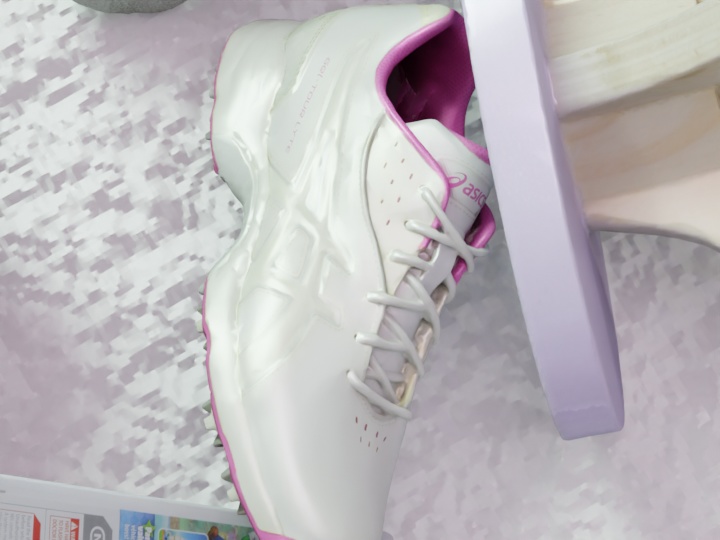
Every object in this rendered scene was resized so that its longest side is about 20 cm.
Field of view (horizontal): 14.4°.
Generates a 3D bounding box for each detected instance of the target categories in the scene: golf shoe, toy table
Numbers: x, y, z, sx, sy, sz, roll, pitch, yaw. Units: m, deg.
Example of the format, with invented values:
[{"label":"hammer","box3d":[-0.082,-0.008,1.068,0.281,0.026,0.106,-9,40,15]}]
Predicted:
[{"label":"golf shoe","box3d":[0.000,0.000,0.897,0.091,0.075,0.201,-15,62,26]},{"label":"toy table","box3d":[0.101,-0.057,0.909,0.117,0.184,0.201,-12,93,9]}]

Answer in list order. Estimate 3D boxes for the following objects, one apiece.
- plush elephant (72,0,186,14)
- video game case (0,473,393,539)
[{"label":"plush elephant","box3d":[-0.048,-0.172,0.931,0.164,0.155,0.200,-8,35,31]},{"label":"video game case","box3d":[-0.066,0.140,0.857,0.200,0.018,0.144,13,72,-42]}]
